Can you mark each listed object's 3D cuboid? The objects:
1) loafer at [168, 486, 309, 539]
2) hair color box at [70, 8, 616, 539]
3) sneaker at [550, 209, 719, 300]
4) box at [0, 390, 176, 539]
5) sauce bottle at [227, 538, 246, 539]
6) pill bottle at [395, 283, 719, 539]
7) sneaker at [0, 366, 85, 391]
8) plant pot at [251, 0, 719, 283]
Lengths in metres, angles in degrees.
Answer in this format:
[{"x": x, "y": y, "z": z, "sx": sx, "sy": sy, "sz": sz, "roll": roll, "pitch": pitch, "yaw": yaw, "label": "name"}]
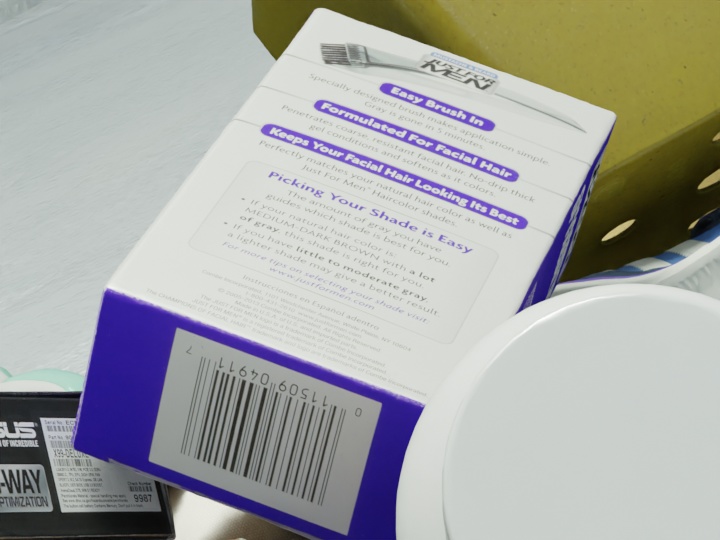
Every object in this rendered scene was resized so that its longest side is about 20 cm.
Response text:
[{"x": -0.038, "y": 0.076, "z": 1.036, "sx": 0.071, "sy": 0.073, "sz": 0.200, "roll": -23, "pitch": 24, "yaw": 46, "label": "loafer"}, {"x": 0.000, "y": 0.000, "z": 0.899, "sx": 0.109, "sy": 0.065, "sz": 0.200, "roll": 20, "pitch": 34, "yaw": 8, "label": "hair color box"}, {"x": 0.119, "y": 0.027, "z": 1.042, "sx": 0.199, "sy": 0.081, "sz": 0.146, "roll": -28, "pitch": -5, "yaw": 23, "label": "sneaker"}, {"x": -0.178, "y": 0.086, "z": 0.851, "sx": 0.199, "sy": 0.050, "sz": 0.157, "roll": 3, "pitch": -26, "yaw": -45, "label": "box"}, {"x": -0.103, "y": 0.123, "z": 0.620, "sx": 0.199, "sy": 0.065, "sz": 0.065, "roll": -25, "pitch": 13, "yaw": 2, "label": "sauce bottle"}, {"x": 0.066, "y": 0.067, "z": 0.723, "sx": 0.112, "sy": 0.114, "sz": 0.200, "roll": -23, "pitch": -14, "yaw": -1, "label": "pill bottle"}, {"x": -0.211, "y": 0.096, "z": 1.323, "sx": 0.140, "sy": 0.078, "sz": 0.199, "roll": -31, "pitch": 15, "yaw": -36, "label": "sneaker"}, {"x": 0.085, "y": -0.103, "z": 1.082, "sx": 0.199, "sy": 0.177, "sz": 0.200, "roll": -28, "pitch": -18, "yaw": -10, "label": "plant pot"}]
